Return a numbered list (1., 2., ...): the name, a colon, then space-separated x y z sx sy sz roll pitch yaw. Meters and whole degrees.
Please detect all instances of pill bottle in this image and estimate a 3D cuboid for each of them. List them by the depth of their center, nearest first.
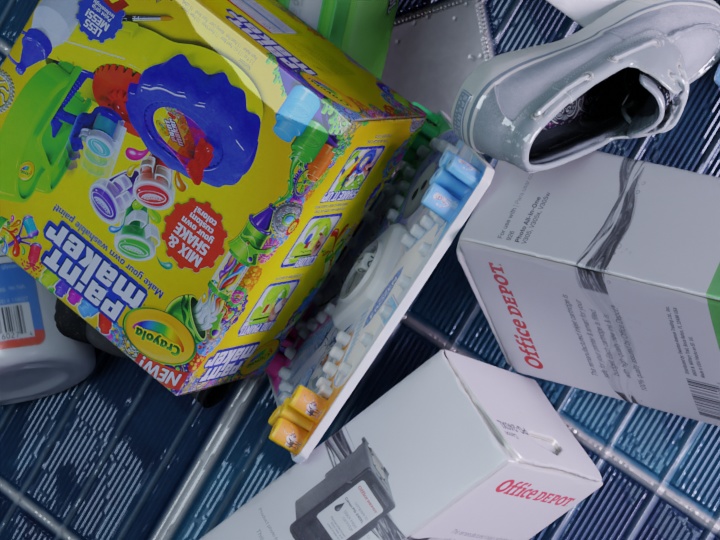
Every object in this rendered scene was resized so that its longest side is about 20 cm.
1. pill bottle: -0.243 -0.020 1.712 0.112 0.112 0.201 -18 73 22

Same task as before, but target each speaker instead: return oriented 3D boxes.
1. speaker: -0.014 -0.179 1.579 0.088 0.088 0.201 34 132 26

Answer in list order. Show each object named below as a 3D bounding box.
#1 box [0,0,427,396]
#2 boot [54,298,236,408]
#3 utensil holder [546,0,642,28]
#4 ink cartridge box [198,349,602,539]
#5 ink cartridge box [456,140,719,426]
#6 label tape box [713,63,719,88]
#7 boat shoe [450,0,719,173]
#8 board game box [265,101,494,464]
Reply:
1. box: -0.105 -0.068 1.522 0.200 0.122 0.193 37 107 16
2. boot: -0.102 -0.027 1.622 0.131 0.070 0.201 21 104 24
3. utensil holder: 0.156 -0.252 1.528 0.170 0.170 0.200 43 102 25
4. ink cartridge box: 0.024 0.142 1.535 0.200 0.145 0.084 -39 67 15
5. ink cartridge box: 0.171 0.011 1.478 0.199 0.146 0.084 15 62 27
6. label tape box: 0.311 -0.167 1.496 0.143 0.066 0.201 25 90 27
7. boat shoe: 0.143 -0.099 1.461 0.071 0.200 0.070 39 137 35
8. board game box: 0.000 0.000 1.557 0.026 0.200 0.201 31 98 -13
